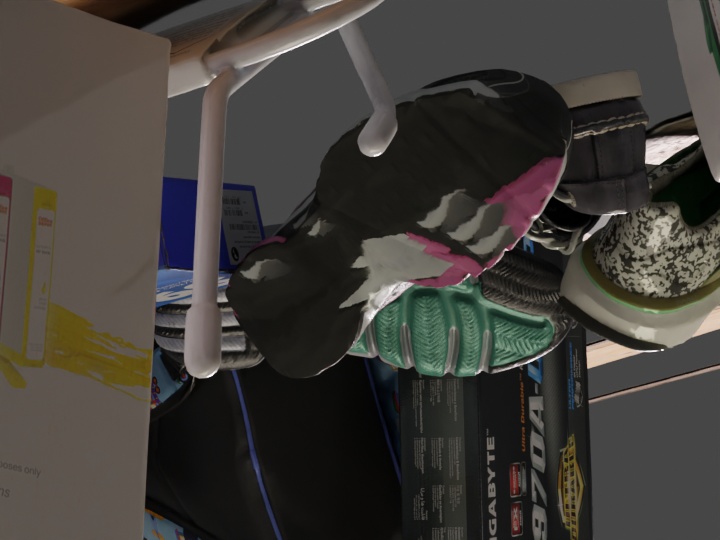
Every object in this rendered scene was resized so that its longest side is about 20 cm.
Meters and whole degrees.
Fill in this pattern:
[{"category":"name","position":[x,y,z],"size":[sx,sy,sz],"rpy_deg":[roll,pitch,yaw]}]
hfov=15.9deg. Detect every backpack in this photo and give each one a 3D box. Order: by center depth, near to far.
[{"category":"backpack","position":[-0.066,0.079,1.358],"size":[0.134,0.183,0.200],"rpy_deg":[-23,-166,-29]}]

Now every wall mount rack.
[{"category":"wall mount rack","position":[-0.075,-0.022,0.803],"size":[0.200,0.075,0.174],"rpy_deg":[-17,-164,29]}]

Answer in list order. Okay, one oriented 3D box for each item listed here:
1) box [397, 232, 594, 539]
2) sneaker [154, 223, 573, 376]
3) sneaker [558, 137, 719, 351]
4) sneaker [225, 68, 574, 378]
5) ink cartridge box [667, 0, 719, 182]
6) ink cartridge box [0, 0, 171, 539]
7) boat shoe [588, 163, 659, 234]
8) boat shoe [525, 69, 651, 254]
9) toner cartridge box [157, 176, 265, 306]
[{"category":"box","position":[0.070,0.061,1.323],"size":[0.046,0.201,0.159],"rpy_deg":[-3,177,25]},{"category":"sneaker","position":[0.000,0.000,1.223],"size":[0.199,0.075,0.088],"rpy_deg":[2,-155,-4]},{"category":"sneaker","position":[0.173,-0.039,1.184],"size":[0.200,0.077,0.089],"rpy_deg":[-38,155,-42]},{"category":"sneaker","position":[0.020,-0.036,1.084],"size":[0.200,0.080,0.086],"rpy_deg":[-32,-167,46]},{"category":"ink cartridge box","position":[0.183,-0.095,0.800],"size":[0.146,0.085,0.200],"rpy_deg":[-12,172,-2]},{"category":"ink cartridge box","position":[-0.138,0.007,0.679],"size":[0.125,0.201,0.128],"rpy_deg":[16,156,-37]},{"category":"boat shoe","position":[0.190,-0.038,1.311],"size":[0.199,0.066,0.072],"rpy_deg":[12,170,-14]},{"category":"boat shoe","position":[0.075,-0.036,1.139],"size":[0.072,0.063,0.200],"rpy_deg":[-13,174,-18]},{"category":"toner cartridge box","position":[-0.149,0.005,1.153],"size":[0.199,0.043,0.095],"rpy_deg":[-16,171,26]}]
